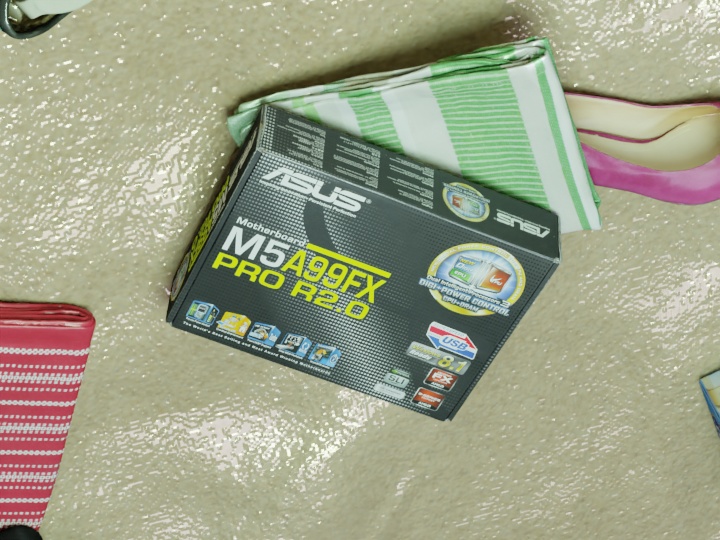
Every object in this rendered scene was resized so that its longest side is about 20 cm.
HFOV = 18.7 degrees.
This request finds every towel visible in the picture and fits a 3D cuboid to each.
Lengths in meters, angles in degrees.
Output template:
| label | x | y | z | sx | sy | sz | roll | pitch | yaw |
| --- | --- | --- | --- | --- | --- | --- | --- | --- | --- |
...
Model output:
| label | x | y | z | sx | sy | sz | roll | pitch | yaw |
| --- | --- | --- | --- | --- | --- | --- | --- | --- | --- |
| towel | -0.256 | 0.098 | 1.394 | 0.143 | 0.023 | 0.201 | 3 | 128 | -22 |
| towel | 0.035 | -0.061 | 1.319 | 0.198 | 0.024 | 0.153 | -11 | 132 | 15 |

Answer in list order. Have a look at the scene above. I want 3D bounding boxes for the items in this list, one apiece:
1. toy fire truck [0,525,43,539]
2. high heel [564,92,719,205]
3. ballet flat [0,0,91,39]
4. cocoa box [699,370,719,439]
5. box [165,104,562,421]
| label | x | y | z | sx | sy | sz | roll | pitch | yaw |
| --- | --- | --- | --- | --- | --- | --- | --- | --- | --- |
| toy fire truck | -0.273 | 0.279 | 1.476 | 0.199 | 0.129 | 0.177 | -30 | 138 | -5 |
| high heel | 0.177 | -0.091 | 1.350 | 0.198 | 0.068 | 0.096 | -7 | 141 | 5 |
| ballet flat | -0.121 | -0.186 | 1.178 | 0.199 | 0.069 | 0.068 | -35 | 129 | 11 |
| cocoa box | 0.361 | 0.117 | 1.528 | 0.199 | 0.132 | 0.134 | -25 | 130 | 3 |
| box | 0.000 | 0.000 | 1.334 | 0.199 | 0.044 | 0.161 | 20 | 132 | -14 |
